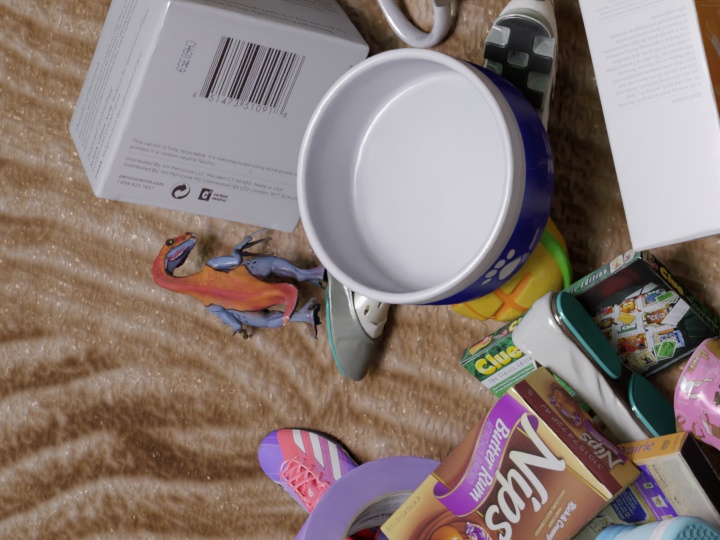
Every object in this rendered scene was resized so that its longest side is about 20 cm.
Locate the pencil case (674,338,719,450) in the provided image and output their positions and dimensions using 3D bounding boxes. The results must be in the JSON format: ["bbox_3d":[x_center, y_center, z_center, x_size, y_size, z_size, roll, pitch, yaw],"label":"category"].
[{"bbox_3d":[0.335,0.115,1.405,0.199,0.086,0.083,19,127,34],"label":"pencil case"}]

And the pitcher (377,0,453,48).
[{"bbox_3d":[0.018,-0.300,1.592,0.200,0.121,0.172,40,135,15],"label":"pitcher"}]

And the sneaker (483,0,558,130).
[{"bbox_3d":[0.131,-0.148,1.548,0.074,0.089,0.201,19,130,4],"label":"sneaker"}]

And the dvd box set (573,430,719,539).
[{"bbox_3d":[0.213,0.208,1.506,0.199,0.029,0.147,-18,117,39],"label":"dvd box set"}]

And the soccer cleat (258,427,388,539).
[{"bbox_3d":[-0.030,0.204,1.715,0.199,0.073,0.069,28,113,33],"label":"soccer cleat"}]

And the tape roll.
[{"bbox_3d":[0.038,0.267,1.580,0.201,0.199,0.085,59,154,16],"label":"tape roll"}]

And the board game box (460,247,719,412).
[{"bbox_3d":[0.187,0.061,1.517,0.105,0.024,0.200,41,129,-21],"label":"board game box"}]

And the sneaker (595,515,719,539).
[{"bbox_3d":[0.260,0.258,1.455,0.200,0.080,0.130,45,150,-25],"label":"sneaker"}]

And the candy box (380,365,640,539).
[{"bbox_3d":[0.117,0.185,1.480,0.117,0.056,0.200,48,128,12],"label":"candy box"}]

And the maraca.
[{"bbox_3d":[0.086,-0.021,1.558,0.199,0.107,0.138,17,142,24],"label":"maraca"}]

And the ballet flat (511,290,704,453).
[{"bbox_3d":[0.196,0.101,1.488,0.069,0.070,0.200,-32,107,37],"label":"ballet flat"}]

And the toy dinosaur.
[{"bbox_3d":[-0.119,0.002,1.716,0.180,0.200,0.106,7,83,12],"label":"toy dinosaur"}]

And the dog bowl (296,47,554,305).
[{"bbox_3d":[0.051,-0.072,1.471,0.199,0.079,0.201,-3,85,32],"label":"dog bowl"}]

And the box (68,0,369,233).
[{"bbox_3d":[-0.130,-0.161,1.647,0.201,0.198,0.131,-66,30,25],"label":"box"}]

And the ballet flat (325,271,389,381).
[{"bbox_3d":[0.000,0.000,1.670,0.063,0.067,0.201,-6,93,30],"label":"ballet flat"}]

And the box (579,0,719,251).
[{"bbox_3d":[0.256,-0.126,1.407,0.097,0.124,0.201,-13,89,39],"label":"box"}]
